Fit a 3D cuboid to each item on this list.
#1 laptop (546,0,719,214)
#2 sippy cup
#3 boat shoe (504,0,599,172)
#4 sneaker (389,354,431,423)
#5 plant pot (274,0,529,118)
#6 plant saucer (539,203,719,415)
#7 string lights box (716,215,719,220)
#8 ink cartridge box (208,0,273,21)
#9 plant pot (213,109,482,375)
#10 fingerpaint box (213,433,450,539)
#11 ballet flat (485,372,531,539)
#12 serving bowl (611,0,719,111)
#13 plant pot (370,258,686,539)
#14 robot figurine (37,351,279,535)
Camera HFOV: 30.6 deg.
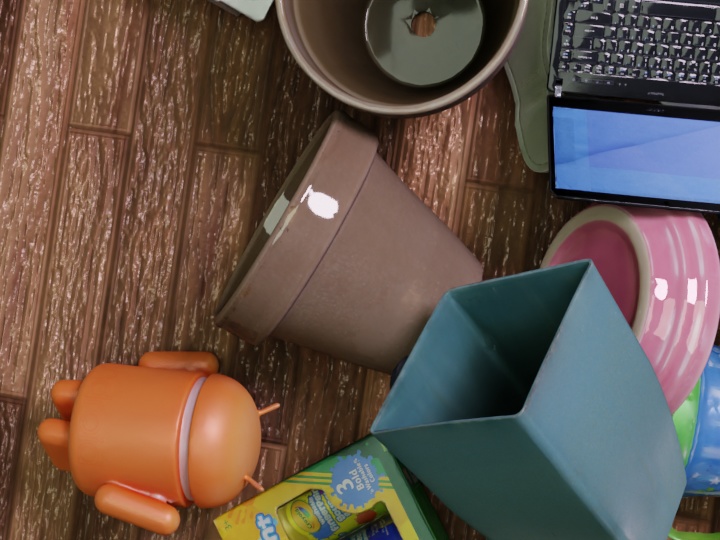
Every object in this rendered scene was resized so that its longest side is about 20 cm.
[{"bbox_3d":[0.235,-0.153,0.999,0.174,0.103,0.203,5,100,0],"label":"laptop"},{"bbox_3d":[0.292,0.122,1.045,0.128,0.141,0.179,10,133,0],"label":"sippy cup"},{"bbox_3d":[0.161,-0.177,1.105,0.060,0.071,0.204,4,73,-33],"label":"boat shoe"},{"bbox_3d":[0.045,0.118,1.049,0.081,0.200,0.071,-4,67,20],"label":"sneaker"},{"bbox_3d":[0.043,-0.214,1.067,0.197,0.173,0.203,0,88,9],"label":"plant pot"},{"bbox_3d":[0.195,0.028,1.028,0.050,0.200,0.204,12,91,-27],"label":"plant saucer"},{"bbox_3d":[0.343,-0.035,1.007,0.102,0.201,0.059,-26,127,8],"label":"string lights box"},{"bbox_3d":[-0.136,-0.305,1.153,0.198,0.068,0.116,31,94,10],"label":"ink cartridge box"},{"bbox_3d":[0.000,0.000,1.075,0.173,0.200,0.202,32,94,-8],"label":"plant pot"},{"bbox_3d":[-0.004,0.259,1.112,0.165,0.073,0.202,-28,84,8],"label":"fingerpaint box"},{"bbox_3d":[0.135,0.169,1.073,0.066,0.070,0.203,-3,98,15],"label":"ballet flat"},{"bbox_3d":[0.300,-0.220,1.070,0.197,0.066,0.203,1,100,3],"label":"serving bowl"},{"bbox_3d":[0.139,0.122,0.942,0.140,0.142,0.200,-13,126,45],"label":"plant pot"},{"bbox_3d":[-0.171,0.143,1.123,0.197,0.144,0.118,4,106,9],"label":"robot figurine"}]
